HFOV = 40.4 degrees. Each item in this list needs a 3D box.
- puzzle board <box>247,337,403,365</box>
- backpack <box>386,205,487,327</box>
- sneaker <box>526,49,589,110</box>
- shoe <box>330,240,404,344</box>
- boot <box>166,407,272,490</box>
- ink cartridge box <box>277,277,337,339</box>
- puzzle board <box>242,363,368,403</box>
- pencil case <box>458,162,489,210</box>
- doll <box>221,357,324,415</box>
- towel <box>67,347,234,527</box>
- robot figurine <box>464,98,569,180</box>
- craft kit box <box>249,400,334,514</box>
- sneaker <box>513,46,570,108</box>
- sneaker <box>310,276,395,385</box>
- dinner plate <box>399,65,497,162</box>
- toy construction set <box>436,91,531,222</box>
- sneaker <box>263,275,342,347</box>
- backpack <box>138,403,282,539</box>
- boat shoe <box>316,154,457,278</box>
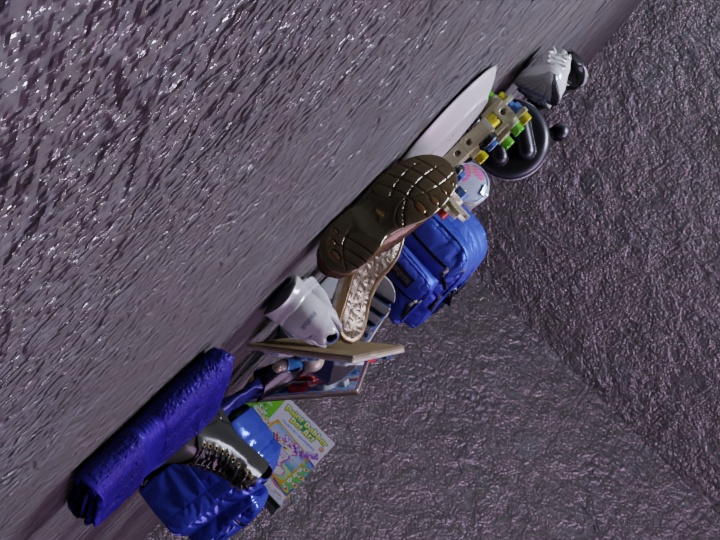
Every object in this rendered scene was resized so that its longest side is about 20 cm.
[{"bbox_3d":[-0.042,0.108,1.317,0.200,0.148,0.018,3,91,-69],"label":"puzzle board"},{"bbox_3d":[0.107,-0.016,1.617,0.200,0.162,0.168,-47,177,37],"label":"backpack"},{"bbox_3d":[0.397,-0.374,1.989,0.087,0.076,0.200,-39,175,-11],"label":"sneaker"},{"bbox_3d":[0.000,0.000,1.302,0.053,0.070,0.202,-1,-119,55],"label":"shoe"},{"bbox_3d":[-0.183,0.227,1.194,0.078,0.138,0.200,-47,175,20],"label":"boot"},{"bbox_3d":[-0.045,0.045,1.535,0.200,0.047,0.160,-44,175,-12],"label":"ink cartridge box"},{"bbox_3d":[-0.091,0.174,1.594,0.197,0.018,0.151,-5,-165,9],"label":"puzzle board"},{"bbox_3d":[0.189,-0.141,1.911,0.083,0.091,0.200,-45,175,-16],"label":"pencil case"},{"bbox_3d":[-0.141,0.168,1.456,0.198,0.049,0.137,-30,171,-21],"label":"doll"},{"bbox_3d":[-0.211,0.174,1.008,0.200,0.050,0.148,-45,177,-31],"label":"towel"},{"bbox_3d":[0.239,-0.203,1.548,0.126,0.149,0.200,-63,174,8],"label":"robot figurine"},{"bbox_3d":[-0.177,0.332,1.891,0.049,0.200,0.197,-50,175,40],"label":"craft kit box"},{"bbox_3d":[0.281,-0.299,1.477,0.088,0.074,0.200,-60,180,11],"label":"sneaker"},{"bbox_3d":[-0.004,0.086,1.539,0.200,0.080,0.115,-52,174,13],"label":"sneaker"},{"bbox_3d":[0.105,-0.168,1.203,0.200,0.024,0.200,-48,176,-4],"label":"dinner plate"},{"bbox_3d":[0.153,-0.164,1.358,0.202,0.091,0.131,-58,175,7],"label":"toy construction set"},{"bbox_3d":[-0.063,0.059,1.197,0.075,0.087,0.200,-48,177,4],"label":"sneaker"},{"bbox_3d":[-0.214,0.317,1.534,0.199,0.168,0.163,-40,-177,3],"label":"backpack"},{"bbox_3d":[0.026,-0.062,1.108,0.199,0.072,0.068,-39,179,-22],"label":"boat shoe"}]
